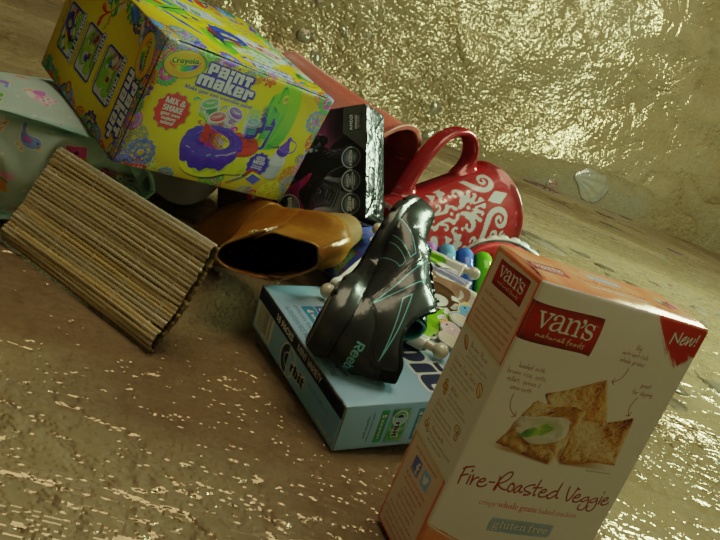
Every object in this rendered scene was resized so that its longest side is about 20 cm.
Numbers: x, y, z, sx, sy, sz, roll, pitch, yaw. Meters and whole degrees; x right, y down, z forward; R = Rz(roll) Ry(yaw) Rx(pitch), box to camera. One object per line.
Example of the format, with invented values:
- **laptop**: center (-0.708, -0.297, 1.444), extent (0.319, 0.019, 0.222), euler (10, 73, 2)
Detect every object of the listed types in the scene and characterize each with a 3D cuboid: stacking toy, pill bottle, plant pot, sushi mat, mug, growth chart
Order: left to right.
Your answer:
- **sushi mat**: center (-0.209, -0.022, 0.662), extent (0.199, 0.096, 0.012), euler (30, -6, 25)
- **pill bottle**: center (-0.222, -0.151, 1.020), extent (0.109, 0.112, 0.200), euler (17, 17, -19)
- **plant pot**: center (-0.059, -0.160, 1.036), extent (0.195, 0.202, 0.200), euler (42, 22, 17)
- **growth chart**: center (0.048, 0.015, 0.762), extent (0.143, 0.018, 0.200), euler (23, 26, 10)
- **mug**: center (0.093, -0.080, 1.068), extent (0.198, 0.180, 0.133), euler (-19, -3, -36)
- **stacking toy**: center (0.142, 0.012, 0.930), extent (0.196, 0.087, 0.085), euler (5, 16, 2)

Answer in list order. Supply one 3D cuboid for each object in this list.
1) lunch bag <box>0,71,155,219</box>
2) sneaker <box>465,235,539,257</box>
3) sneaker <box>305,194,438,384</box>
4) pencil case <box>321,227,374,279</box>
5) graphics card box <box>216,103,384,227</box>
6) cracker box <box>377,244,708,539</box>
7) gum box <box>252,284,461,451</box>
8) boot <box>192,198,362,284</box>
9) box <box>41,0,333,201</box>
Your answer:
- **lunch bag**: center (-0.307, -0.116, 0.781), extent (0.197, 0.124, 0.170), euler (6, 21, -30)
- **sneaker**: center (0.211, 0.021, 0.985), extent (0.197, 0.078, 0.085), euler (20, 21, -10)
- **sneaker**: center (0.027, 0.015, 0.668), extent (0.079, 0.076, 0.201), euler (31, 46, 2)
- **pencil case**: center (0.000, 0.000, 0.900), extent (0.078, 0.087, 0.200), euler (44, 8, -25)
- **graphics card box**: center (-0.070, -0.106, 0.907), extent (0.197, 0.128, 0.051), euler (-2, -9, 26)
- **cracker box**: center (0.110, 0.098, 0.510), extent (0.132, 0.202, 0.058), euler (14, 17, -25)
- **gum box**: center (0.029, 0.076, 0.697), extent (0.197, 0.045, 0.170), euler (2, 29, -33)
- **boot**: center (-0.105, -0.027, 0.760), extent (0.198, 0.072, 0.144), euler (-2, 9, 21)
- **box**: center (-0.169, -0.185, 0.793), extent (0.198, 0.123, 0.193), euler (10, 28, -47)
